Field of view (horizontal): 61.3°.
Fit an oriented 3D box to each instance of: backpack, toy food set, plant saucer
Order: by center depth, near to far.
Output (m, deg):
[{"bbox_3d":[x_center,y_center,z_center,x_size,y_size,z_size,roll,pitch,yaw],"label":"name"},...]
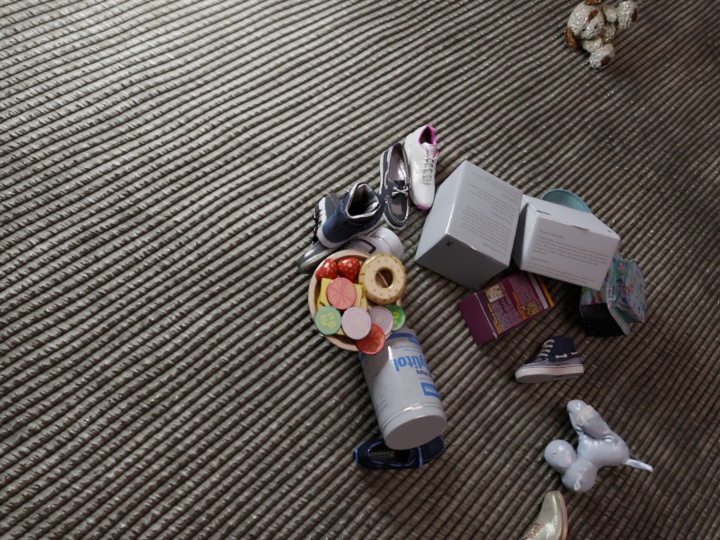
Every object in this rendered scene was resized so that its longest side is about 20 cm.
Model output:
[{"bbox_3d":[-0.004,0.057,1.165,0.194,0.049,0.204,10,74,-16],"label":"toy food set"},{"bbox_3d":[0.616,0.042,1.497,0.177,0.148,0.205,36,51,-43],"label":"backpack"},{"bbox_3d":[0.531,-0.112,1.585,0.194,0.036,0.206,7,70,-20],"label":"plant saucer"}]

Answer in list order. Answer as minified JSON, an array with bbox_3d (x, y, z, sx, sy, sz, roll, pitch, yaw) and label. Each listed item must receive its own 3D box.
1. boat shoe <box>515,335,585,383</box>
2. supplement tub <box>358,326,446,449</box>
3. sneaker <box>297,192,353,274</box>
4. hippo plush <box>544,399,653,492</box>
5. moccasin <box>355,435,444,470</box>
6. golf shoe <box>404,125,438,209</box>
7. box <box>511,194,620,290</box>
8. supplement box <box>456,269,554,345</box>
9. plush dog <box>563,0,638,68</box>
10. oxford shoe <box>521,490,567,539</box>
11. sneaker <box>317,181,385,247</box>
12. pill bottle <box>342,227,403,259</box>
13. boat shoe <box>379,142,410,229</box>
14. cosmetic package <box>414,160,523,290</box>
[{"bbox_3d":[0.431,0.206,1.418,0.195,0.075,0.095,3,64,-30],"label":"boat shoe"},{"bbox_3d":[0.079,0.226,1.187,0.128,0.134,0.203,-1,49,-23],"label":"supplement tub"},{"bbox_3d":[-0.087,-0.079,1.297,0.107,0.075,0.199,47,52,3],"label":"sneaker"},{"bbox_3d":[0.500,0.411,1.352,0.161,0.159,0.200,-45,75,1],"label":"hippo plush"},{"bbox_3d":[0.088,0.366,1.210,0.195,0.068,0.083,-7,74,-25],"label":"moccasin"},{"bbox_3d":[0.149,-0.249,1.440,0.073,0.091,0.206,2,72,-23],"label":"golf shoe"},{"bbox_3d":[0.459,-0.070,1.411,0.193,0.201,0.134,15,110,-3],"label":"box"},{"bbox_3d":[0.336,0.079,1.406,0.196,0.086,0.113,-22,82,-28],"label":"supplement box"},{"bbox_3d":[0.698,-0.739,1.818,0.168,0.203,0.162,12,33,-28],"label":"plush dog"},{"bbox_3d":[0.379,0.557,1.267,0.072,0.071,0.204,24,64,-10],"label":"oxford shoe"},{"bbox_3d":[0.014,-0.133,1.247,0.077,0.146,0.202,48,49,3],"label":"sneaker"},{"bbox_3d":[0.000,0.000,1.277,0.112,0.111,0.199,48,61,0],"label":"pill bottle"},{"bbox_3d":[0.086,-0.199,1.412,0.072,0.060,0.206,8,69,-21],"label":"boat shoe"},{"bbox_3d":[0.246,-0.099,1.386,0.164,0.166,0.204,25,63,-12],"label":"cosmetic package"}]
